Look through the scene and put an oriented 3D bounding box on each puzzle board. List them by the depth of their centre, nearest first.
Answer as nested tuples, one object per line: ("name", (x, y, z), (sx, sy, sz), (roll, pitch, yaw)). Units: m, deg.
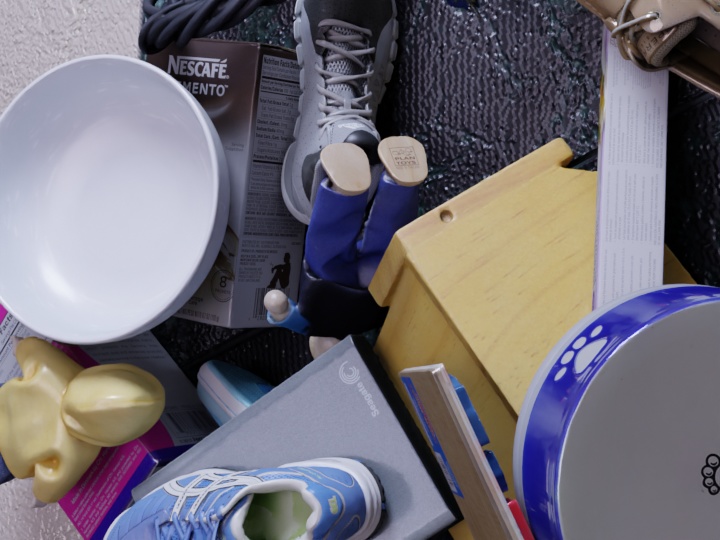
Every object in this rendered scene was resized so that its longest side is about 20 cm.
("puzzle board", (0.079, 0.147, 0.908), (0.017, 0.151, 0.201), (-24, 88, -6))

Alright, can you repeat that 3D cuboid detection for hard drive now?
("hard drive", (-0.044, 0.155, 1.036), (0.199, 0.033, 0.140), (-36, 74, 17))

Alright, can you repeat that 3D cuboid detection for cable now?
("cable", (-0.072, -0.213, 1.068), (0.200, 0.051, 0.163), (-42, 31, -3))

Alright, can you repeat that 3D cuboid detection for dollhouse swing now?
("dollhouse swing", (0.115, 0.067, 1.006), (0.181, 0.176, 0.201), (-30, 67, -12))

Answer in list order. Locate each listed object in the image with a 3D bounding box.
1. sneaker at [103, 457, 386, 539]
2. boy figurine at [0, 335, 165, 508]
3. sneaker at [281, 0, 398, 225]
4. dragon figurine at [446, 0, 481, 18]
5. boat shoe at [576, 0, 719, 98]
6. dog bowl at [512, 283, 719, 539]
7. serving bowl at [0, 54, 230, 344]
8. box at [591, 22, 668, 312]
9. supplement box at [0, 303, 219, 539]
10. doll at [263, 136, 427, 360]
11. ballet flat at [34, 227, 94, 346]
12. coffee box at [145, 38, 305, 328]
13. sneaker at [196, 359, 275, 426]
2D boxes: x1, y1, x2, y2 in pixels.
("sneaker", (-0.086, 0.160, 0.993), (0.199, 0.077, 0.076), (-18, 80, 20))
("boy figurine", (-0.225, 0.103, 1.108), (0.199, 0.064, 0.125), (-21, 77, 33))
("sneaker", (-0.004, -0.118, 1.040), (0.116, 0.074, 0.202), (-131, 45, -71))
("dragon figurine", (0.131, -0.209, 0.971), (0.198, 0.059, 0.100), (3, 91, 7))
("boat shoe", (0.178, -0.151, 0.891), (0.199, 0.065, 0.071), (28, 150, 7))
("dog bowl", (0.189, 0.110, 0.852), (0.079, 0.198, 0.202), (-164, 78, -79))
("serving bowl", (-0.172, -0.046, 1.083), (0.199, 0.066, 0.202), (-4, 81, 24))
("box", (0.163, -0.062, 0.930), (0.041, 0.039, 0.202), (3, 74, 4))
("supplement box", (-0.200, 0.105, 1.191), (0.200, 0.101, 0.104), (49, 116, 26))
("doll", (0.000, 0.000, 1.035), (0.201, 0.135, 0.049), (104, 149, -46))
("ballet flat", (-0.204, -0.040, 1.164), (0.067, 0.068, 0.201), (16, 61, 6))
("coffee box", (-0.102, -0.066, 1.133), (0.112, 0.080, 0.202), (9, 95, 36))
("sneaker", (-0.074, 0.166, 1.106), (0.200, 0.079, 0.131), (43, 104, 29))
